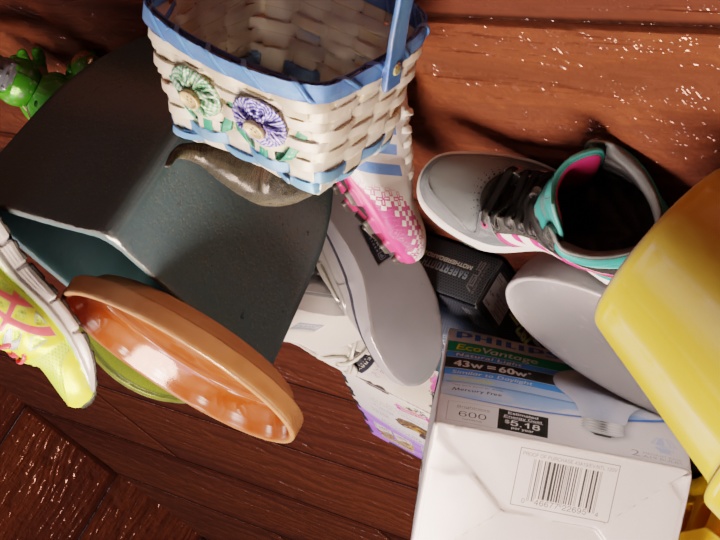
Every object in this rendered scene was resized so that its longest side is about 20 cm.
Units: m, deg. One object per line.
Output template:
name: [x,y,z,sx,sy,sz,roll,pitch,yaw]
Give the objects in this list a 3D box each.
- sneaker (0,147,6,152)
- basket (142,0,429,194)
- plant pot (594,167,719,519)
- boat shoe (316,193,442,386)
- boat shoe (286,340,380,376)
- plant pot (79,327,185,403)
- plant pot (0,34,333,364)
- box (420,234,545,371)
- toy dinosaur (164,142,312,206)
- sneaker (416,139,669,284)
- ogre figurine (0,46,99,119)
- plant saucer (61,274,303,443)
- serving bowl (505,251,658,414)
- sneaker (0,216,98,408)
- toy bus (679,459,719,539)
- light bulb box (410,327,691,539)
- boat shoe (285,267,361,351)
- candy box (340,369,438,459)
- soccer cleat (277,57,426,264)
sneaker: [-0.261,-0.063,1.672,0.092,0.076,0.200,31,-175,30]
basket: [-0.042,-0.159,1.274,0.176,0.139,0.201,24,127,28]
plant pot: [0.250,0.046,1.254,0.189,0.201,0.201,43,168,15]
boat shoe: [0.000,0.000,1.663,0.066,0.072,0.201,-3,118,60]
boat shoe: [-0.008,0.058,1.835,0.200,0.071,0.070,15,-142,-59]
plant pot: [-0.139,-0.009,1.827,0.200,0.201,0.193,32,152,-4]
plant pot: [-0.135,-0.068,1.573,0.195,0.201,0.196,13,156,46]
box: [0.082,0.038,1.769,0.157,0.051,0.200,21,160,35]
toy dinosaur: [-0.047,-0.088,1.479,0.077,0.200,0.103,1,110,41]
sneaker: [0.123,-0.045,1.376,0.199,0.084,0.121,18,166,16]
ogre figurine: [-0.250,-0.136,1.777,0.200,0.098,0.120,46,173,-10]
plant saucer: [-0.127,0.061,1.523,0.200,0.032,0.200,30,164,9]
serving bowl: [0.206,0.036,1.506,0.199,0.066,0.200,29,163,9]
sneaker: [-0.270,0.029,1.514,0.200,0.090,0.078,52,164,-7]
toy bus: [0.308,0.204,1.603,0.135,0.192,0.200,35,163,-7]
light bulb box: [0.146,0.150,1.608,0.197,0.125,0.200,11,-160,1]
boat shoe: [-0.048,0.022,1.711,0.072,0.069,0.200,-33,158,32]
candy box: [0.081,0.135,2.031,0.167,0.072,0.200,26,164,18]
soccer cleat: [0.013,-0.086,1.442,0.070,0.086,0.200,48,175,49]
